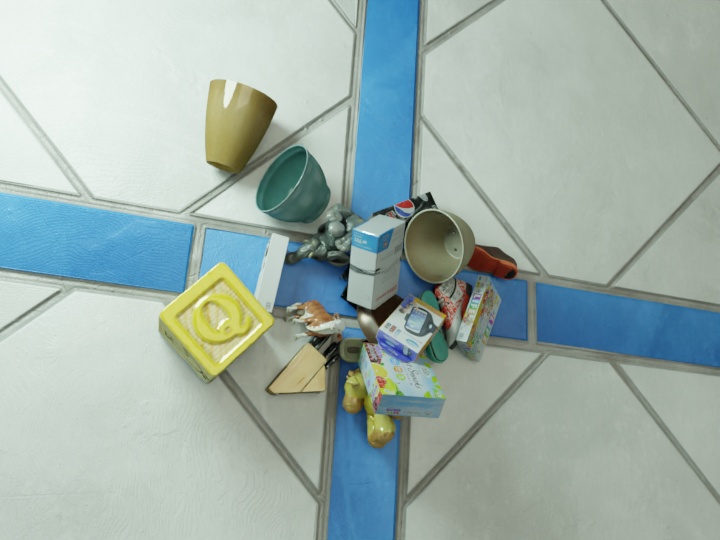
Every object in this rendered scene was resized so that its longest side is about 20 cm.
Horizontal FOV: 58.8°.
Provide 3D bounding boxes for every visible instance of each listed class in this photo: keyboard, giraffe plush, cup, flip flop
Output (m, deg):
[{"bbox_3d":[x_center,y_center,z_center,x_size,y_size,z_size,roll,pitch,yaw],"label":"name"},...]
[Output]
[{"bbox_3d":[0.000,0.000,1.757,0.104,0.039,0.202,42,64,-29],"label":"keyboard"},{"bbox_3d":[0.025,0.325,1.614,0.161,0.173,0.202,28,60,-1],"label":"giraffe plush"},{"bbox_3d":[0.241,-0.074,1.781,0.142,0.199,0.203,-11,78,-47],"label":"cup"},{"bbox_3d":[0.027,0.201,1.669,0.198,0.057,0.082,5,70,-43],"label":"flip flop"}]

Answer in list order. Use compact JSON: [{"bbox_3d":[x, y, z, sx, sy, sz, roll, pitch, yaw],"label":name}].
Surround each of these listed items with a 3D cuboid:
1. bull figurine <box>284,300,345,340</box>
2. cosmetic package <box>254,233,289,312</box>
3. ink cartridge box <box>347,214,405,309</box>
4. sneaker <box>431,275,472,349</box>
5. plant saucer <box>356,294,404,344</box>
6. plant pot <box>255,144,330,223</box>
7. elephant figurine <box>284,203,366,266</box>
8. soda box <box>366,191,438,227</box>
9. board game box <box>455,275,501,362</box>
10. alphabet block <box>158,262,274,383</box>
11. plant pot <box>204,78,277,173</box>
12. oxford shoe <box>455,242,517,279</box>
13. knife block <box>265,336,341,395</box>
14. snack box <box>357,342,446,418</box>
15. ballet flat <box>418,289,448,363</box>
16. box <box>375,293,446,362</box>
[{"bbox_3d":[-0.117,0.127,1.601,0.119,0.200,0.066,-5,106,-19],"label":"bull figurine"},{"bbox_3d":[-0.234,0.014,1.642,0.050,0.083,0.203,15,71,-11],"label":"cosmetic package"},{"bbox_3d":[0.041,-0.024,1.648,0.085,0.203,0.146,19,27,25],"label":"ink cartridge box"},{"bbox_3d":[0.239,0.112,1.782,0.107,0.067,0.204,22,67,-11],"label":"sneaker"},{"bbox_3d":[0.083,0.131,1.699,0.198,0.037,0.203,19,49,-22],"label":"plant saucer"},{"bbox_3d":[-0.163,-0.207,1.680,0.134,0.199,0.203,35,65,-35],"label":"plant pot"},{"bbox_3d":[-0.081,-0.075,1.693,0.154,0.200,0.142,35,43,-11],"label":"elephant figurine"},{"bbox_3d":[0.119,-0.156,1.809,0.198,0.071,0.064,-23,83,-22],"label":"soda box"},{"bbox_3d":[0.331,0.135,1.779,0.135,0.034,0.202,50,57,-50],"label":"board game box"},{"bbox_3d":[-0.345,0.129,1.510,0.196,0.200,0.196,46,67,-1],"label":"alphabet block"},{"bbox_3d":[-0.333,-0.366,1.671,0.184,0.186,0.203,17,84,-13],"label":"plant pot"},{"bbox_3d":[0.368,-0.041,1.876,0.198,0.072,0.073,26,41,-7],"label":"oxford shoe"},{"bbox_3d":[-0.143,0.224,1.626,0.197,0.064,0.179,0,75,-18],"label":"knife block"},{"bbox_3d":[0.097,0.266,1.560,0.166,0.068,0.201,9,28,-17],"label":"snack box"},{"bbox_3d":[0.188,0.158,1.750,0.066,0.070,0.203,-7,75,-21],"label":"ballet flat"},{"bbox_3d":[0.127,0.150,1.637,0.118,0.042,0.200,30,40,15],"label":"box"}]
